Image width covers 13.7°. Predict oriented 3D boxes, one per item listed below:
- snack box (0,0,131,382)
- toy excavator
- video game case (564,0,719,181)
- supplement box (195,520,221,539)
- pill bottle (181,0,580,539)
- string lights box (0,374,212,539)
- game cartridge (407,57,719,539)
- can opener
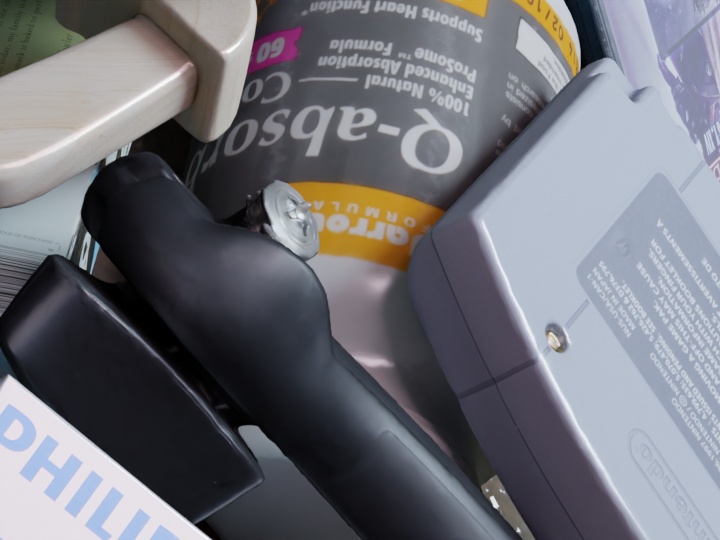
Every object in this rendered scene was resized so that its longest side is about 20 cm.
[{"bbox_3d":[-0.119,-0.054,0.822,0.116,0.037,0.200,10,49,4],"label":"snack box"},{"bbox_3d":[-0.146,-0.035,0.728,0.199,0.100,0.195,22,50,4],"label":"toy excavator"},{"bbox_3d":[0.115,-0.077,1.047,0.143,0.019,0.201,-40,117,-53],"label":"video game case"},{"bbox_3d":[-0.066,0.127,0.793,0.200,0.061,0.109,51,43,-7],"label":"supplement box"},{"bbox_3d":[0.000,0.000,0.888,0.116,0.116,0.201,31,48,-25],"label":"pill bottle"},{"bbox_3d":[-0.108,0.135,0.691,0.103,0.059,0.200,39,70,-10],"label":"string lights box"},{"bbox_3d":[0.094,0.049,0.847,0.200,0.040,0.133,56,35,-8],"label":"game cartridge"},{"bbox_3d":[-0.004,0.046,0.762,0.200,0.079,0.063,42,14,-28],"label":"can opener"}]
